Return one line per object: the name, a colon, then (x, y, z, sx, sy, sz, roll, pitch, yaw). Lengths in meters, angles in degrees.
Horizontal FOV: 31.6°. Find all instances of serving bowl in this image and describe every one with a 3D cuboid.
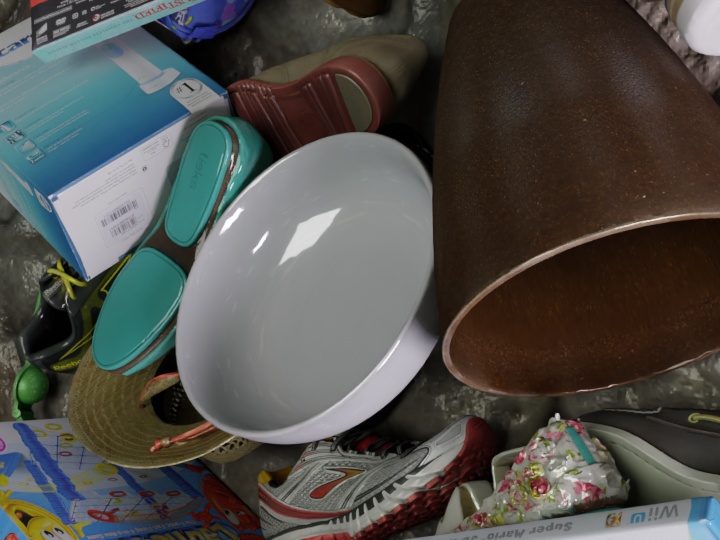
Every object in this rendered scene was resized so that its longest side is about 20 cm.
serving bowl: (-0.018, 0.017, 0.774, 0.200, 0.066, 0.200, -22, 52, 30)

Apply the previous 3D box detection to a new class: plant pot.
plant pot: (0.115, -0.063, 0.684, 0.187, 0.187, 0.200, -33, 55, 34)

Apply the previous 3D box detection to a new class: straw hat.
straw hat: (-0.101, 0.087, 0.893, 0.201, 0.085, 0.201, -19, 38, 16)

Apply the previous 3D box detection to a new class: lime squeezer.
lime squeezer: (-0.262, 0.107, 1.060, 0.071, 0.038, 0.200, -32, 69, 34)

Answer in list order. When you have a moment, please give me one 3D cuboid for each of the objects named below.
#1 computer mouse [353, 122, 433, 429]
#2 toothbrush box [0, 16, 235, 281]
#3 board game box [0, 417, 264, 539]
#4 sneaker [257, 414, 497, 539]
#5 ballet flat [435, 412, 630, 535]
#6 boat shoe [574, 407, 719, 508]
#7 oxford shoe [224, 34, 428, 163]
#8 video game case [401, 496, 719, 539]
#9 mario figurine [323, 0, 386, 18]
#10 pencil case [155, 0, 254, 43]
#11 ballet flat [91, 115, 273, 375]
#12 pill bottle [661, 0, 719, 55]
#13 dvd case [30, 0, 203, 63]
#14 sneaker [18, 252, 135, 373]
computer mouse: (0.000, 0.000, 0.842, 0.140, 0.046, 0.200, 47, 117, 28)
toothbrush box: (-0.199, -0.106, 0.925, 0.200, 0.146, 0.085, 38, 154, 36)
board game box: (-0.173, 0.179, 0.882, 0.196, 0.200, 0.056, 36, 109, 33)
sneaker: (0.000, 0.133, 0.820, 0.200, 0.078, 0.082, -30, 70, 35)
ballet flat: (0.086, 0.142, 0.739, 0.200, 0.076, 0.064, -49, 52, 48)
boat shoe: (0.190, 0.108, 0.677, 0.201, 0.061, 0.072, 13, 135, 53)
oxford shoe: (-0.028, -0.115, 0.866, 0.200, 0.075, 0.070, 0, 124, 52)
video game case: (0.129, 0.181, 0.688, 0.200, 0.143, 0.018, -18, 36, 37)
mario figurine: (0.051, -0.245, 0.805, 0.123, 0.106, 0.200, 44, 135, -10)
pencil case: (-0.160, -0.242, 0.958, 0.200, 0.078, 0.087, 40, 115, 33)
ballet flat: (-0.113, -0.010, 0.873, 0.067, 0.070, 0.200, 37, 107, 33)
pill bottle: (0.178, -0.222, 0.661, 0.111, 0.111, 0.200, -34, 69, 34)
dvd case: (-0.172, -0.254, 0.909, 0.146, 0.022, 0.200, -18, 62, 16)
sneaker: (-0.195, 0.004, 0.977, 0.074, 0.085, 0.200, 38, 112, 32)
